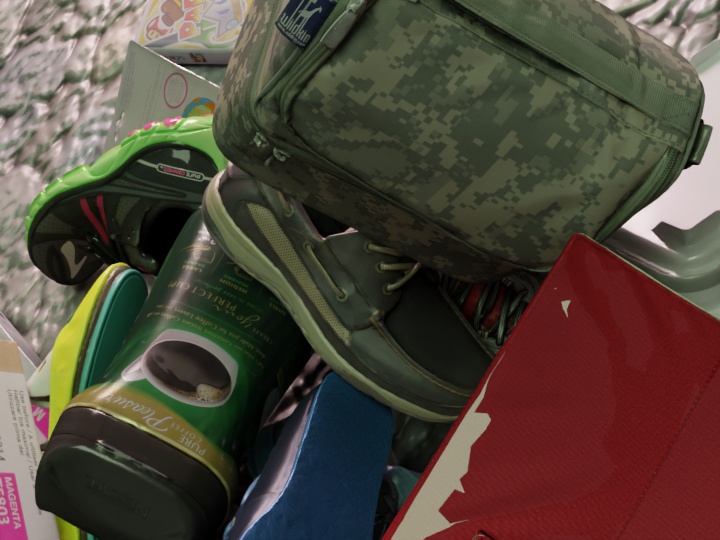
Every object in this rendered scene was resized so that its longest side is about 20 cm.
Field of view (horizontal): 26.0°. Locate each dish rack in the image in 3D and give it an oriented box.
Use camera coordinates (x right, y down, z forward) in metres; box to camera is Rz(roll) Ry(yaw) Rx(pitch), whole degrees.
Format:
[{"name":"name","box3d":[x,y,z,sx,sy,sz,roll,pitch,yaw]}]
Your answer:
[{"name":"dish rack","box3d":[0.188,-0.060,0.840,0.199,0.044,0.171,-33,36,-20]}]

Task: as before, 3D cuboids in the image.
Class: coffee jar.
[{"name":"coffee jar","box3d":[-0.093,0.064,0.855,0.104,0.086,0.201,26,51,4]}]

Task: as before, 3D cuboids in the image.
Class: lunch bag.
[{"name":"lunch bag","box3d":[0.045,-0.091,0.734,0.167,0.199,0.141,-21,45,63]}]

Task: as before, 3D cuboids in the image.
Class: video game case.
[{"name":"video game case","box3d":[-0.056,-0.236,1.110,0.180,0.023,0.202,4,67,26]}]

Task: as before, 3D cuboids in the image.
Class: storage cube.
[{"name":"storage cube","box3d":[0.117,0.123,0.724,0.170,0.200,0.181,31,76,12]}]

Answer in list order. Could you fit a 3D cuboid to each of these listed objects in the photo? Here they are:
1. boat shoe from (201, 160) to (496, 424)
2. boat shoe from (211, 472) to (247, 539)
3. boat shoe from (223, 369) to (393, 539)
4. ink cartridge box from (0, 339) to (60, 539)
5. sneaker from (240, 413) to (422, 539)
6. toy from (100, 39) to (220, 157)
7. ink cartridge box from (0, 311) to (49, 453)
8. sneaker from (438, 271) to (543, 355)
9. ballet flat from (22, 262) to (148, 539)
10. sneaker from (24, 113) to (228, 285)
[{"name":"boat shoe","box3d":[0.000,0.000,0.824,0.200,0.074,0.074,40,129,10]},{"name":"boat shoe","box3d":[-0.096,0.125,0.912,0.075,0.072,0.202,-3,70,24]},{"name":"boat shoe","box3d":[-0.030,0.143,0.782,0.084,0.069,0.201,37,44,-5]},{"name":"ink cartridge box","box3d":[-0.252,0.162,0.906,0.164,0.075,0.202,-33,63,35]},{"name":"sneaker","box3d":[0.005,0.148,0.849,0.095,0.079,0.201,-31,56,3]},{"name":"toy","box3d":[-0.090,-0.061,1.007,0.199,0.047,0.116,32,111,40]},{"name":"ink cartridge box","box3d":[-0.275,0.115,1.013,0.174,0.044,0.200,-45,56,-5]},{"name":"sneaker","box3d":[0.058,0.024,0.887,0.199,0.082,0.078,19,73,30]},{"name":"ballet flat","box3d":[-0.170,0.095,0.921,0.066,0.067,0.202,1,84,24]},{"name":"sneaker","box3d":[-0.147,-0.028,0.979,0.199,0.076,0.085,-29,74,45]}]
